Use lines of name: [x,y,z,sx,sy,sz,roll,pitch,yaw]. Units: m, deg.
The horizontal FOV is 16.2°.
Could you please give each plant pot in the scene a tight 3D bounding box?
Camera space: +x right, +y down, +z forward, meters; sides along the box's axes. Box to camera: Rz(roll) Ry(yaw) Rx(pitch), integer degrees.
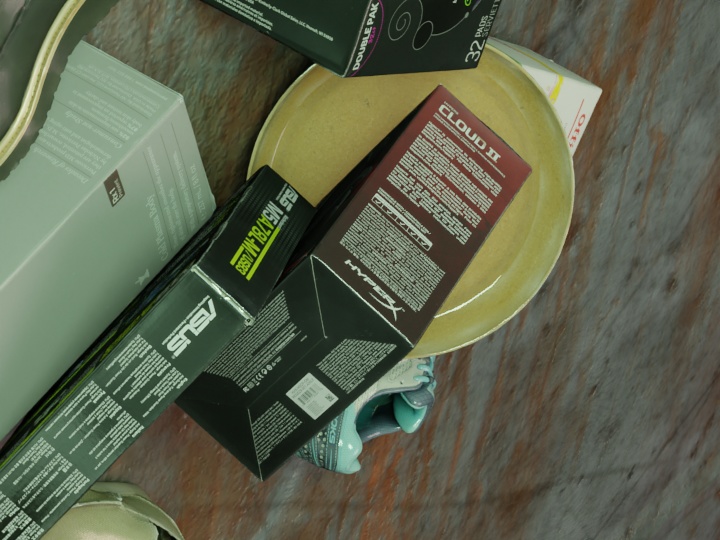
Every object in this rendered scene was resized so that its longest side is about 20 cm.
plant pot: [0.028,-0.047,1.499,0.201,0.199,0.027,-66,-164,11]

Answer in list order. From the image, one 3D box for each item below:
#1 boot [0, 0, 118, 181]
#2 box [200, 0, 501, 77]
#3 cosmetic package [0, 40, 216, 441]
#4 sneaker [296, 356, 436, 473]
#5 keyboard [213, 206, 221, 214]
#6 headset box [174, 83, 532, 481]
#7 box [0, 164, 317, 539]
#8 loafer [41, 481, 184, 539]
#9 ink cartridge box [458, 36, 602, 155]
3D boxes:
boot: [-0.199,-0.125,1.165,0.138,0.077,0.200,23,102,-46]
box: [0.016,-0.221,1.355,0.148,0.124,0.201,-12,127,-57]
cosmetic package: [-0.173,-0.009,1.281,0.200,0.090,0.107,-52,155,-23]
sneaker: [0.023,0.067,1.686,0.200,0.086,0.078,-43,149,-29]
keyboard: [-0.053,0.015,1.523,0.199,0.040,0.104,1,119,-48]
headset box: [0.000,0.000,1.376,0.149,0.077,0.200,-43,-171,42]
box: [-0.115,0.048,1.309,0.200,0.047,0.193,-45,-171,17]
loafer: [-0.158,0.162,1.477,0.200,0.068,0.076,-1,115,-66]
ink cartridge box: [0.083,-0.085,1.611,0.200,0.067,0.118,5,112,-60]
